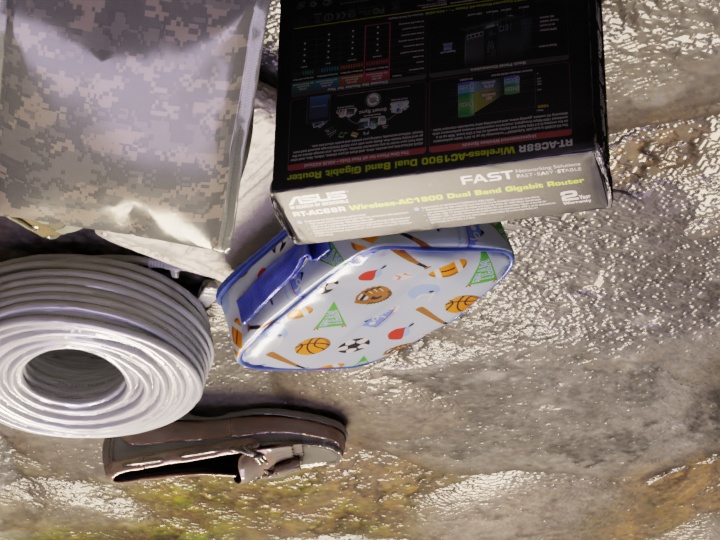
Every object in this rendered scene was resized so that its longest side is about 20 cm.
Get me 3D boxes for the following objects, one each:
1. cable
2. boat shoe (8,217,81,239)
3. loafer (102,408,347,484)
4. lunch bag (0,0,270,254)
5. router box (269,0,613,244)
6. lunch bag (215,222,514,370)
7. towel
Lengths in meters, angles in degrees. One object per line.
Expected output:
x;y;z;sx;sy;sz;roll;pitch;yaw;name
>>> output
-0.210;0.061;1.649;0.200;0.069;0.200;5;146;-4;cable
-0.254;-0.076;1.448;0.063;0.073;0.201;-28;143;31;boat shoe
-0.111;0.152;1.786;0.200;0.063;0.072;3;146;-2;loafer
-0.141;-0.124;1.318;0.164;0.118;0.200;9;134;-5;lunch bag
0.049;-0.103;1.318;0.200;0.150;0.062;-7;146;13;router box
0.000;0.000;1.512;0.160;0.076;0.200;3;149;-37;lunch bag
-0.084;-0.060;1.496;0.132;0.035;0.200;21;141;-28;towel
